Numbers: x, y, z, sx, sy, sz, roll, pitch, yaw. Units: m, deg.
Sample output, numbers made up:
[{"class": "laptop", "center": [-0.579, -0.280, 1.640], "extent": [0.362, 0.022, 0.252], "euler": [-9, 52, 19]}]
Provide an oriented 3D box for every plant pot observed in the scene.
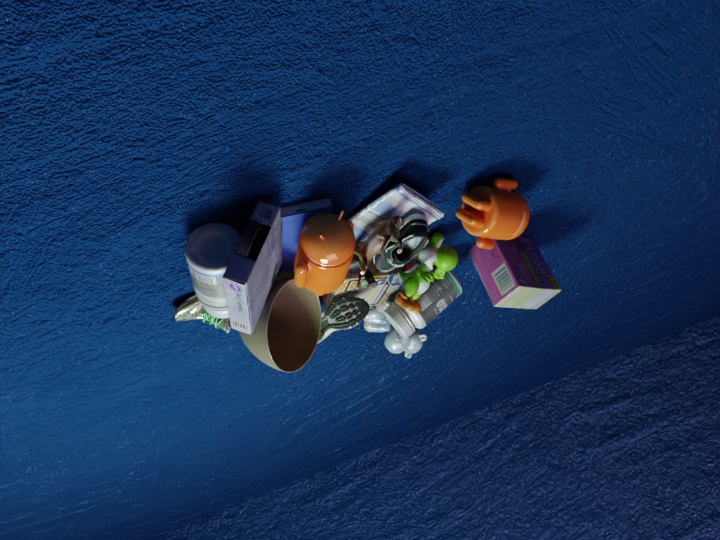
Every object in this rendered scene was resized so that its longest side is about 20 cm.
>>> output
[{"class": "plant pot", "center": [-0.195, 0.115, 1.280], "extent": [0.132, 0.205, 0.200], "euler": [4, 164, 30]}]

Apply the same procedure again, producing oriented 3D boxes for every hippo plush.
[{"class": "hippo plush", "center": [0.106, 0.174, 1.646], "extent": [0.197, 0.163, 0.160], "euler": [4, 142, -37]}]

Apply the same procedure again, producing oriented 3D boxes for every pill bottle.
[{"class": "pill bottle", "center": [-0.285, 0.007, 1.162], "extent": [0.111, 0.115, 0.201], "euler": [-13, 150, -15]}, {"class": "pill bottle", "center": [0.163, 0.078, 1.521], "extent": [0.199, 0.113, 0.113], "euler": [-40, 152, -7]}]

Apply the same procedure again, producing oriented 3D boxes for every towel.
[{"class": "towel", "center": [0.065, -0.106, 1.247], "extent": [0.198, 0.024, 0.146], "euler": [-30, 138, 35]}]

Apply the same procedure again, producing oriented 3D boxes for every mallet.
[{"class": "mallet", "center": [0.000, 0.000, 1.291], "extent": [0.065, 0.201, 0.042], "euler": [-17, 111, 3]}]

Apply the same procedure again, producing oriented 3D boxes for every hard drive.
[{"class": "hard drive", "center": [-0.129, -0.068, 1.232], "extent": [0.129, 0.026, 0.201], "euler": [-14, 149, -14]}]

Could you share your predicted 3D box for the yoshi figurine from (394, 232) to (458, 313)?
[{"class": "yoshi figurine", "center": [0.172, 0.011, 1.412], "extent": [0.111, 0.112, 0.203], "euler": [26, 93, -27]}]

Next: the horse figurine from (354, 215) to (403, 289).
[{"class": "horse figurine", "center": [0.034, -0.053, 1.217], "extent": [0.049, 0.134, 0.200], "euler": [32, 123, -22]}]

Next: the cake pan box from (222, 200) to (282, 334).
[{"class": "cake pan box", "center": [-0.202, -0.004, 1.109], "extent": [0.051, 0.187, 0.201], "euler": [14, 148, 2]}]

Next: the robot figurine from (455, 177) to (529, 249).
[{"class": "robot figurine", "center": [0.310, -0.130, 1.332], "extent": [0.197, 0.147, 0.116], "euler": [4, 165, -38]}]

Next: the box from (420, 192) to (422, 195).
[{"class": "box", "center": [0.114, -0.097, 1.332], "extent": [0.038, 0.042, 0.201], "euler": [-12, 150, -14]}]

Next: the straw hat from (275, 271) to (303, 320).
[{"class": "straw hat", "center": [-0.155, 0.082, 1.399], "extent": [0.197, 0.086, 0.202], "euler": [-17, 151, -10]}]

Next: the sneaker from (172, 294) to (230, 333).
[{"class": "sneaker", "center": [-0.324, 0.100, 1.312], "extent": [0.196, 0.090, 0.077], "euler": [-9, 149, -21]}]

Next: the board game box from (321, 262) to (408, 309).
[{"class": "board game box", "center": [0.014, 0.039, 1.481], "extent": [0.196, 0.047, 0.152], "euler": [-5, 147, -27]}]

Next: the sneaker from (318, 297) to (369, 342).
[{"class": "sneaker", "center": [-0.065, 0.122, 1.462], "extent": [0.197, 0.078, 0.089], "euler": [-25, 177, 13]}]

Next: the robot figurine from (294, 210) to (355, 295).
[{"class": "robot figurine", "center": [-0.073, -0.035, 1.167], "extent": [0.141, 0.118, 0.201], "euler": [-5, 148, -17]}]

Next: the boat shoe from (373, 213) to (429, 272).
[{"class": "boat shoe", "center": [0.085, -0.044, 1.266], "extent": [0.074, 0.061, 0.201], "euler": [10, 145, -19]}]

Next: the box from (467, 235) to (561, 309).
[{"class": "box", "center": [0.415, 0.001, 1.553], "extent": [0.197, 0.178, 0.097], "euler": [7, 142, -40]}]
